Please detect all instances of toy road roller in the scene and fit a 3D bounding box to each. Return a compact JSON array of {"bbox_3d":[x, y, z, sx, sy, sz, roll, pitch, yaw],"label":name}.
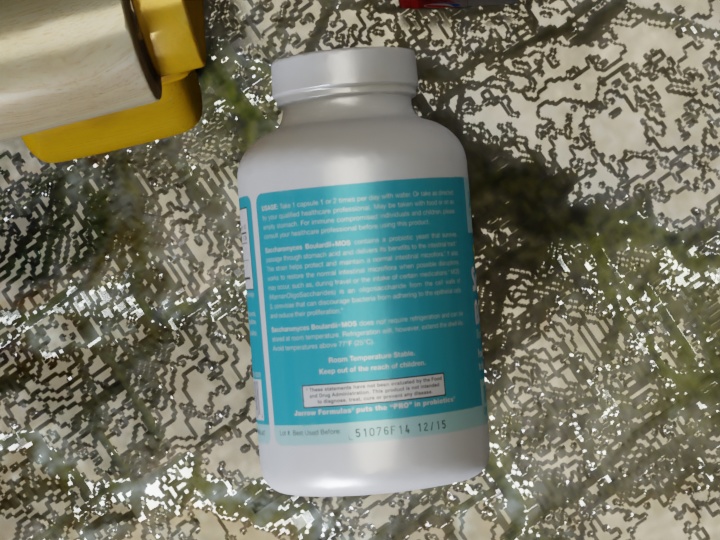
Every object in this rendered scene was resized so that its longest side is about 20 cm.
[{"bbox_3d":[-0.126,-0.102,0.853,0.122,0.201,0.147,-13,125,3],"label":"toy road roller"}]

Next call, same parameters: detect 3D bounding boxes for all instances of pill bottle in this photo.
[{"bbox_3d":[0.000,0.000,0.880,0.110,0.111,0.202,-4,90,2],"label":"pill bottle"}]

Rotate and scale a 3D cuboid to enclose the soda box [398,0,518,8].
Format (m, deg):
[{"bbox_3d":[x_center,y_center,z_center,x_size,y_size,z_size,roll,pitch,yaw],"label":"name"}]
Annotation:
[{"bbox_3d":[0.044,-0.231,0.899,0.063,0.070,0.202,-2,90,3],"label":"soda box"}]
